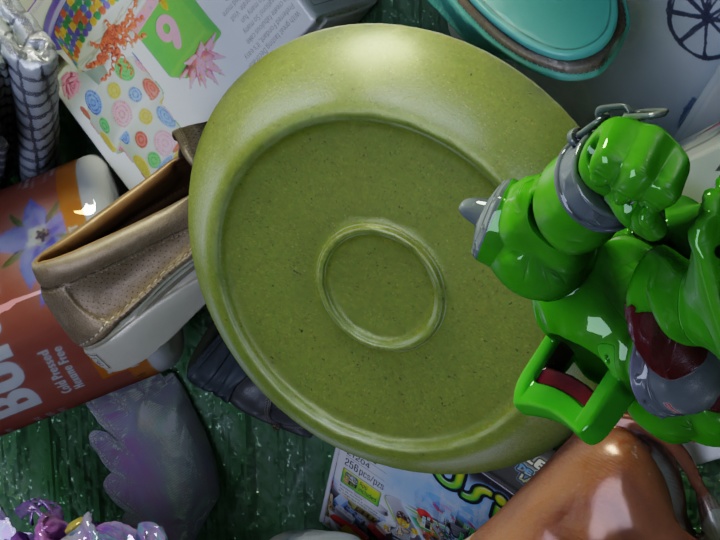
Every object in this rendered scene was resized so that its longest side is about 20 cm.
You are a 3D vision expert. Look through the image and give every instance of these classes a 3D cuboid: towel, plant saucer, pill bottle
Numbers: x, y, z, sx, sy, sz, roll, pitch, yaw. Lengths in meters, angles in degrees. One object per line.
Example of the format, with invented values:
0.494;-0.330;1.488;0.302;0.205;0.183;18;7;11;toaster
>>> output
-0.232;-0.120;0.963;0.201;0.085;0.166;52;163;8;towel
0.013;0.002;0.789;0.198;0.031;0.202;11;121;20;plant saucer
-0.195;0.029;0.962;0.198;0.112;0.113;-22;93;3;pill bottle

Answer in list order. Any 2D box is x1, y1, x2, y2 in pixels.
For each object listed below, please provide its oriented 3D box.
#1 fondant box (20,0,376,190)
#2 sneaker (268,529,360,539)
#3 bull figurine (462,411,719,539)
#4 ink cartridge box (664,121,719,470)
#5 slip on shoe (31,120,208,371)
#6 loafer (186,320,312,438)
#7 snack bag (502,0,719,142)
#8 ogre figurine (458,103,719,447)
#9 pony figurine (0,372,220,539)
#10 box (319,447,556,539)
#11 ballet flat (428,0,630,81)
-0.106;-0.154;0.930;0.144;0.058;0.201;-43;79;35;fondant box
0.024;0.205;0.929;0.201;0.070;0.080;49;156;0;sneaker
0.077;0.143;0.816;0.121;0.065;0.200;44;126;4;bull figurine
0.150;0.005;0.775;0.199;0.067;0.117;-28;95;48;ink cartridge box
-0.058;-0.042;0.873;0.200;0.076;0.061;-40;113;3;slip on shoe
0.000;0.000;0.913;0.072;0.073;0.200;36;126;-9;loafer
0.150;-0.088;0.784;0.200;0.021;0.189;44;136;14;snack bag
0.111;0.017;0.687;0.119;0.199;0.099;5;77;51;ogre figurine
-0.121;0.156;0.968;0.194;0.166;0.200;59;170;-7;pony figurine
0.074;0.129;0.898;0.199;0.035;0.111;34;139;20;box
0.044;-0.136;0.822;0.200;0.067;0.071;51;161;28;ballet flat
